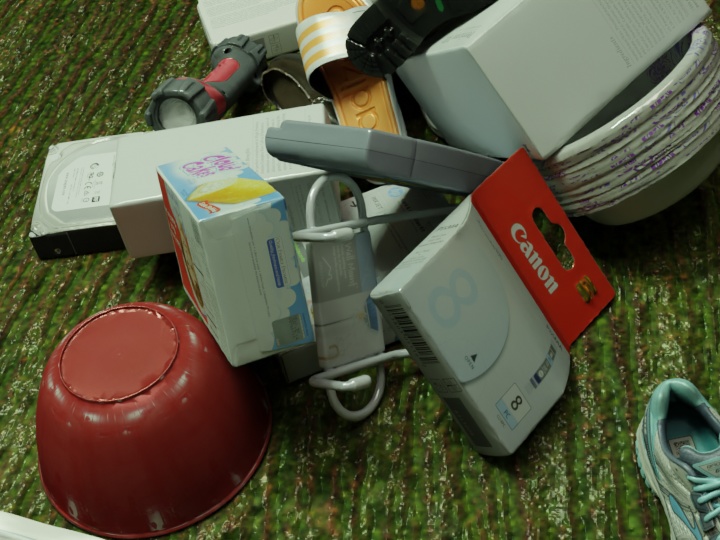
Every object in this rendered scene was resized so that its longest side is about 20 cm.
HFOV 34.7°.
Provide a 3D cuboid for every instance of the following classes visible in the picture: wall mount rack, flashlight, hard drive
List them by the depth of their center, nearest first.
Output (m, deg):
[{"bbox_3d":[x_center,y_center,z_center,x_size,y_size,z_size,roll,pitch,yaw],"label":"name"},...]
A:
[{"bbox_3d":[0.029,0.017,0.918,0.173,0.201,0.074,-14,10,-42],"label":"wall mount rack"},{"bbox_3d":[-0.222,-0.084,1.154,0.199,0.038,0.140,-6,46,4],"label":"hard drive"},{"bbox_3d":[-0.155,-0.192,1.185,0.068,0.068,0.200,-2,29,15],"label":"flashlight"}]

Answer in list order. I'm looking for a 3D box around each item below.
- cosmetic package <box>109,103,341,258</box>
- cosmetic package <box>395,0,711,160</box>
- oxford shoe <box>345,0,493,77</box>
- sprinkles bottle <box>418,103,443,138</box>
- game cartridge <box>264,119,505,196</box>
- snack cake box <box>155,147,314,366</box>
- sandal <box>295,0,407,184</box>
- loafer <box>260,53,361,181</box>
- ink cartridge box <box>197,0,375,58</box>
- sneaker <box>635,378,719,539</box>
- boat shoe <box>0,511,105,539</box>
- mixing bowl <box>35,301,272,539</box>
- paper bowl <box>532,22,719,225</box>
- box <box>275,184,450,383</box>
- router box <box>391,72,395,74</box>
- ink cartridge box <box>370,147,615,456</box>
[{"bbox_3d":[-0.121,-0.082,1.056,0.199,0.074,0.102,-9,45,6],"label":"cosmetic package"},{"bbox_3d":[0.159,-0.207,1.027,0.200,0.123,0.199,-43,16,-9],"label":"cosmetic package"},{"bbox_3d":[0.072,-0.250,0.987,0.200,0.073,0.084,-29,16,35],"label":"oxford shoe"},{"bbox_3d":[0.156,-0.202,1.169,0.199,0.068,0.068,-25,47,-14],"label":"sprinkles bottle"},{"bbox_3d":[0.035,-0.089,0.954,0.133,0.199,0.041,8,91,42],"label":"game cartridge"},{"bbox_3d":[-0.103,-0.017,0.904,0.067,0.116,0.200,-17,21,-14],"label":"snack cake box"},{"bbox_3d":[-0.010,-0.182,1.070,0.079,0.059,0.208,-25,79,22],"label":"sandal"},{"bbox_3d":[-0.045,-0.153,1.158,0.071,0.073,0.200,-34,49,-21],"label":"loafer"},{"bbox_3d":[-0.092,-0.323,1.350,0.199,0.045,0.177,-17,47,-6],"label":"ink cartridge box"},{"bbox_3d":[0.242,0.161,0.792,0.077,0.087,0.200,-18,46,-5],"label":"sneaker"},{"bbox_3d":[-0.259,0.227,0.849,0.199,0.072,0.069,12,49,9],"label":"boat shoe"},{"bbox_3d":[-0.179,0.100,0.921,0.199,0.109,0.201,-6,47,6],"label":"mixing bowl"},{"bbox_3d":[0.239,-0.118,1.010,0.200,0.105,0.201,-34,16,12],"label":"paper bowl"},{"bbox_3d":[0.000,0.000,1.026,0.199,0.041,0.156,-22,46,-9],"label":"box"},{"bbox_3d":[0.065,-0.246,1.193,0.199,0.051,0.149,-18,15,-5],"label":"router box"},{"bbox_3d":[0.121,0.019,0.904,0.200,0.160,0.047,-43,17,-27],"label":"ink cartridge box"}]
